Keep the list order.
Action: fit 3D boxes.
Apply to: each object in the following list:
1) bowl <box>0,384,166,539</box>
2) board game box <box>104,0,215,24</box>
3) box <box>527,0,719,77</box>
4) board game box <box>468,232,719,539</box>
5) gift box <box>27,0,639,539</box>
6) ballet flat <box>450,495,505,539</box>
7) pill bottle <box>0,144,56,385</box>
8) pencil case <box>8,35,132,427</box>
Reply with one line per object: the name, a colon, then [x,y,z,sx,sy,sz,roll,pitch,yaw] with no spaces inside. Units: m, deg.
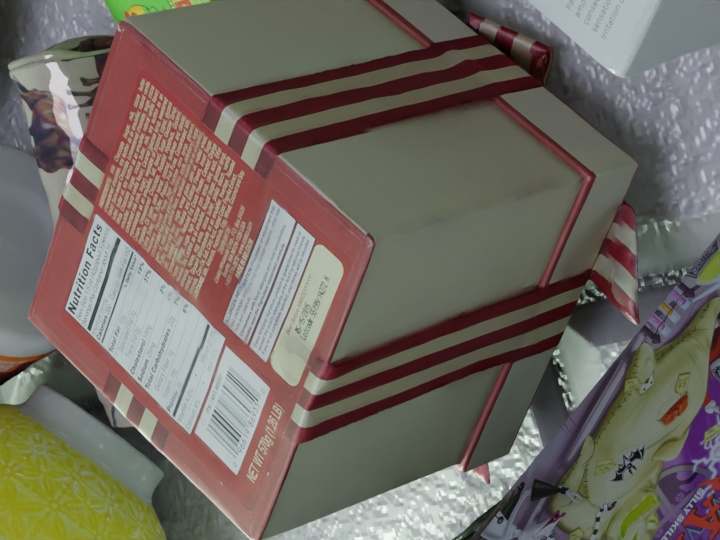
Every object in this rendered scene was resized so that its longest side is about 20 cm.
bowl: [-0.163,0.124,1.338,0.200,0.200,0.108,31,80,32]
board game box: [-0.097,-0.170,1.187,0.101,0.048,0.201,-4,117,62]
box: [0.092,-0.184,0.988,0.200,0.152,0.107,44,129,25]
board game box: [0.121,0.081,1.034,0.200,0.032,0.120,-52,38,7]
gift box: [0.000,0.000,1.108,0.200,0.186,0.185,45,129,24]
ballet flat: [0.030,0.164,1.216,0.068,0.068,0.200,51,132,16]
pill bottle: [-0.234,0.023,1.383,0.200,0.114,0.115,-32,81,44]
pencil case: [-0.107,-0.017,1.277,0.077,0.089,0.201,-13,95,24]
